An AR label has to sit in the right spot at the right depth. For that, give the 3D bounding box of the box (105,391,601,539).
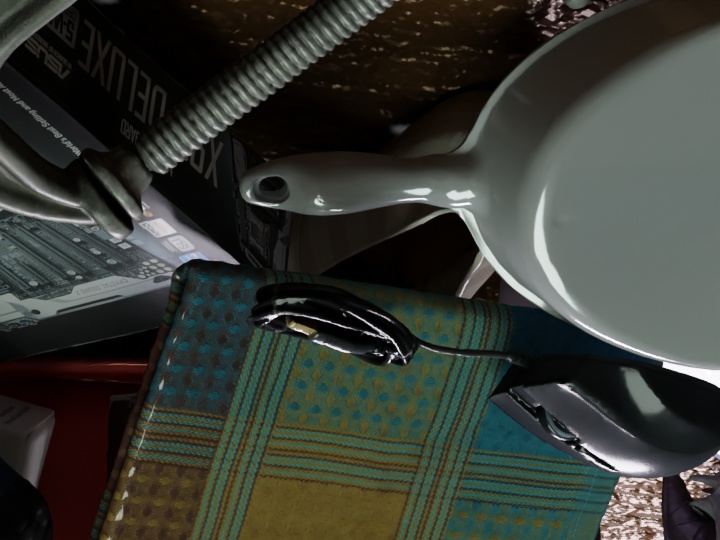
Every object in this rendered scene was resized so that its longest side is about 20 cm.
[{"bbox_3d":[0.002,0.086,1.092,0.100,0.075,0.200,-9,166,36],"label":"box"}]

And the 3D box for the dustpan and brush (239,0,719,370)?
[{"bbox_3d":[0.062,-0.028,0.907,0.199,0.057,0.140,-6,116,-13],"label":"dustpan and brush"}]

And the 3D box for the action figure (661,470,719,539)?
[{"bbox_3d":[0.232,0.106,1.171,0.199,0.070,0.130,-16,138,26],"label":"action figure"}]

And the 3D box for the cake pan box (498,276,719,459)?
[{"bbox_3d":[0.182,0.011,1.020,0.200,0.052,0.184,-22,143,40],"label":"cake pan box"}]

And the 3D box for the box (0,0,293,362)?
[{"bbox_3d":[-0.140,-0.041,0.912,0.157,0.050,0.200,-12,146,28],"label":"box"}]

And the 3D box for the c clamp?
[{"bbox_3d":[-0.035,-0.073,0.814,0.200,0.027,0.171,-33,144,1],"label":"c clamp"}]

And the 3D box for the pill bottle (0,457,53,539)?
[{"bbox_3d":[-0.182,0.093,0.974,0.200,0.112,0.112,42,144,-3],"label":"pill bottle"}]

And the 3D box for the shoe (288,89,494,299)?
[{"bbox_3d":[0.000,0.000,1.013,0.070,0.054,0.200,29,143,-18],"label":"shoe"}]

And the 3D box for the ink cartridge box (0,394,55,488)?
[{"bbox_3d":[-0.237,0.102,1.075,0.199,0.145,0.084,15,-176,2],"label":"ink cartridge box"}]

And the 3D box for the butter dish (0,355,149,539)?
[{"bbox_3d":[-0.129,0.131,1.182,0.199,0.148,0.200,0,151,9],"label":"butter dish"}]

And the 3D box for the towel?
[{"bbox_3d":[0.004,0.073,0.969,0.199,0.022,0.147,10,109,-31],"label":"towel"}]

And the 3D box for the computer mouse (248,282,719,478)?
[{"bbox_3d":[0.046,0.040,0.924,0.199,0.034,0.059,15,167,-31],"label":"computer mouse"}]
